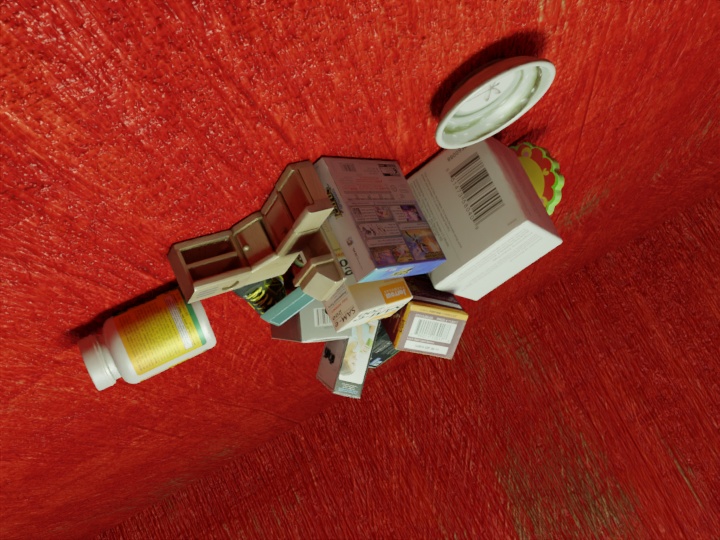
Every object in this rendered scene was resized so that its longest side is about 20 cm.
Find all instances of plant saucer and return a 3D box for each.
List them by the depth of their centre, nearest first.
[{"bbox_3d":[0.187,-0.255,1.254,0.197,0.051,0.201,-27,164,-8],"label":"plant saucer"},{"bbox_3d":[-0.081,0.032,1.479,0.198,0.019,0.070,-36,162,6],"label":"plant saucer"}]

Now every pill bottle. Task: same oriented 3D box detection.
[{"bbox_3d":[-0.340,0.109,1.370,0.197,0.114,0.113,-25,165,-13],"label":"pill bottle"}]

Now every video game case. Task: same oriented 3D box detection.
[{"bbox_3d":[0.026,-0.078,1.286,0.045,0.184,0.198,-36,163,32],"label":"video game case"}]

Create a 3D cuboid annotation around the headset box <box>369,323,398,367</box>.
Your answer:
[{"bbox_3d":[0.029,0.066,1.754,0.092,0.203,0.174,12,140,-43],"label":"headset box"}]

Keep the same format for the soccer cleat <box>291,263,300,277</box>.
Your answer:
[{"bbox_3d":[-0.060,0.009,1.622,0.066,0.078,0.199,-34,164,23],"label":"soccer cleat"}]

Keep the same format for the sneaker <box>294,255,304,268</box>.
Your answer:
[{"bbox_3d":[-0.031,-0.054,1.504,0.197,0.068,0.090,-23,171,-14],"label":"sneaker"}]

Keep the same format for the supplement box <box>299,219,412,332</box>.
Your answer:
[{"bbox_3d":[-0.018,-0.017,1.368,0.125,0.203,0.073,-14,161,-43],"label":"supplement box"}]

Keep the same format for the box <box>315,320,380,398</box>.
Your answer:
[{"bbox_3d":[-0.019,0.129,1.652,0.059,0.205,0.116,15,-178,-21],"label":"box"}]

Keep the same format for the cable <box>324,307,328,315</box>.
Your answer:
[{"bbox_3d":[0.000,0.000,1.526,0.096,0.203,0.050,-12,139,37],"label":"cable"}]

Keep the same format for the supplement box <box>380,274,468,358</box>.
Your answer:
[{"bbox_3d":[0.093,0.057,1.480,0.108,0.201,0.087,12,112,-20],"label":"supplement box"}]

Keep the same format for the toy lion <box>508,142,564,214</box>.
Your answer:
[{"bbox_3d":[0.291,-0.127,1.602,0.189,0.205,0.068,-15,173,36],"label":"toy lion"}]

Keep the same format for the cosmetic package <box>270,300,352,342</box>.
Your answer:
[{"bbox_3d":[-0.099,0.087,1.634,0.104,0.093,0.199,-5,178,-21],"label":"cosmetic package"}]

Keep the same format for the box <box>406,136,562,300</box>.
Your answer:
[{"bbox_3d":[0.197,-0.092,1.468,0.199,0.202,0.170,-36,153,24],"label":"box"}]

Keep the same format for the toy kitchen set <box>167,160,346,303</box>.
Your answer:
[{"bbox_3d":[-0.139,-0.018,1.219,0.178,0.165,0.200,-17,161,-35],"label":"toy kitchen set"}]

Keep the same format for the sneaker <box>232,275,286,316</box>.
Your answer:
[{"bbox_3d":[-0.167,0.037,1.503,0.074,0.086,0.200,-31,165,10],"label":"sneaker"}]
